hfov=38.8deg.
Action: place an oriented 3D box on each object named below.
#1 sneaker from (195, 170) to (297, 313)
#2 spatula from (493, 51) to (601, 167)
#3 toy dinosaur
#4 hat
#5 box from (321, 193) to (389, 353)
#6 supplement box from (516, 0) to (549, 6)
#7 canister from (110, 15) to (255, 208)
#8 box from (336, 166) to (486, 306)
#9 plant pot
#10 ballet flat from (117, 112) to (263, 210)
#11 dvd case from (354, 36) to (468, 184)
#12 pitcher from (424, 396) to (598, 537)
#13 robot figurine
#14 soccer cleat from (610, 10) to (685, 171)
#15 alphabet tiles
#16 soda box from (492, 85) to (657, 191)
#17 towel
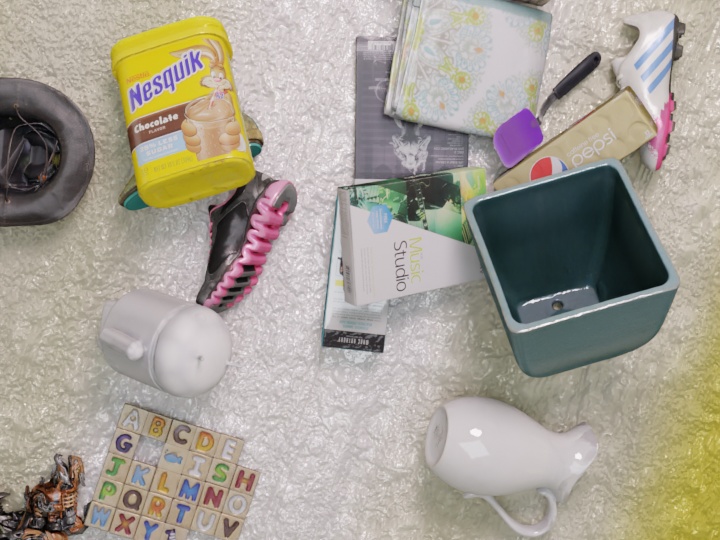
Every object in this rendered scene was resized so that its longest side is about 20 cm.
[{"bbox_3d":[-0.163,-0.041,1.303,0.095,0.079,0.201,31,94,18],"label":"sneaker"},{"bbox_3d":[0.239,-0.211,1.284,0.200,0.021,0.057,-46,121,-19],"label":"spatula"},{"bbox_3d":[-0.421,0.333,1.317,0.135,0.102,0.201,18,73,-20],"label":"toy dinosaur"},{"bbox_3d":[-0.429,-0.149,1.276,0.199,0.081,0.202,-1,100,-8],"label":"hat"},{"bbox_3d":[0.000,0.000,1.304,0.082,0.049,0.201,6,100,-3],"label":"box"},{"bbox_3d":[0.147,-0.408,1.243,0.199,0.074,0.127,13,95,-3],"label":"supplement box"},{"bbox_3d":[-0.213,-0.189,1.229,0.148,0.087,0.201,-16,68,3],"label":"canister"},{"bbox_3d":[0.069,-0.045,1.265,0.199,0.036,0.145,-12,107,-28],"label":"box"},{"bbox_3d":[0.248,0.022,1.234,0.195,0.200,0.197,-16,54,0],"label":"plant pot"},{"bbox_3d":[-0.219,-0.142,1.292,0.199,0.071,0.071,-25,95,2],"label":"ballet flat"},{"bbox_3d":[0.066,-0.196,1.312,0.148,0.016,0.201,1,95,-2],"label":"dvd case"},{"bbox_3d":[0.181,0.255,1.312,0.199,0.121,0.173,14,103,-14],"label":"pitcher"},{"bbox_3d":[-0.238,0.089,1.258,0.199,0.169,0.114,15,100,37],"label":"robot figurine"},{"bbox_3d":[0.357,-0.228,1.296,0.086,0.070,0.201,6,92,12],"label":"soccer cleat"},{"bbox_3d":[-0.241,0.283,1.343,0.199,0.008,0.168,19,90,-7],"label":"alphabet tiles"},{"bbox_3d":[0.266,-0.141,1.265,0.200,0.064,0.068,-35,93,23],"label":"soda box"},{"bbox_3d":[0.135,-0.258,1.277,0.199,0.048,0.172,9,96,-15],"label":"towel"}]
